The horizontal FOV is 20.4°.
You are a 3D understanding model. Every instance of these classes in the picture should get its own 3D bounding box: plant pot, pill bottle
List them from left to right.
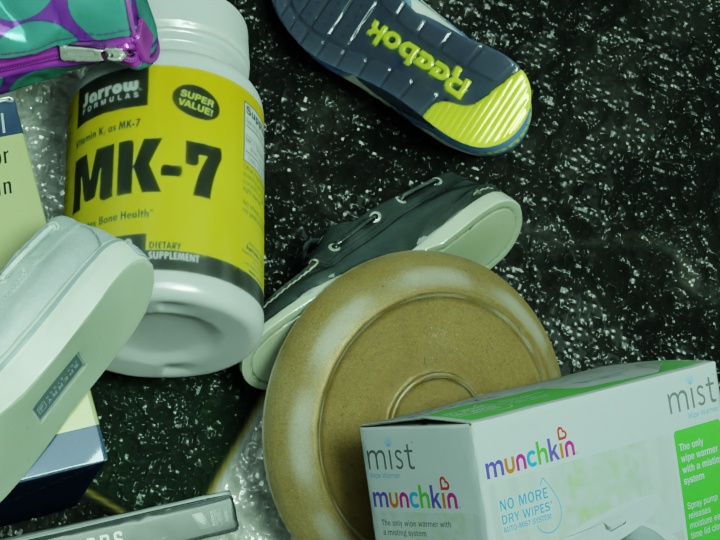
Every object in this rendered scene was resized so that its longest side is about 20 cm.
[{"bbox_3d":[-0.111,-0.052,1.129,0.113,0.114,0.202,5,62,-14],"label":"pill bottle"},{"bbox_3d":[0.039,0.089,1.141,0.198,0.027,0.202,-1,92,-27],"label":"plant pot"}]

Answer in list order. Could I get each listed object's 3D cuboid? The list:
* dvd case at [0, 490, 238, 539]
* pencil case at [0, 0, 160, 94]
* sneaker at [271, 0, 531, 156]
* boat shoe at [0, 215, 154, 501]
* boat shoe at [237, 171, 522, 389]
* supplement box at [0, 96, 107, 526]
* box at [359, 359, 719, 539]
[{"bbox_3d":[-0.175,0.148,1.033,0.198,0.150,0.025,-11,84,-18],"label":"dvd case"},{"bbox_3d":[-0.210,-0.126,1.064,0.198,0.085,0.093,-16,51,-5],"label":"pencil case"},{"bbox_3d":[0.024,-0.134,1.228,0.200,0.082,0.074,41,94,18],"label":"sneaker"},{"bbox_3d":[-0.185,0.055,0.967,0.071,0.070,0.201,29,65,23],"label":"boat shoe"},{"bbox_3d":[0.000,-0.002,1.179,0.199,0.075,0.066,-34,52,-17],"label":"boat shoe"},{"bbox_3d":[-0.259,0.041,1.051,0.198,0.134,0.202,-13,77,-19],"label":"supplement box"},{"bbox_3d":[0.110,0.151,1.091,0.199,0.096,0.178,-9,92,-41],"label":"box"}]
